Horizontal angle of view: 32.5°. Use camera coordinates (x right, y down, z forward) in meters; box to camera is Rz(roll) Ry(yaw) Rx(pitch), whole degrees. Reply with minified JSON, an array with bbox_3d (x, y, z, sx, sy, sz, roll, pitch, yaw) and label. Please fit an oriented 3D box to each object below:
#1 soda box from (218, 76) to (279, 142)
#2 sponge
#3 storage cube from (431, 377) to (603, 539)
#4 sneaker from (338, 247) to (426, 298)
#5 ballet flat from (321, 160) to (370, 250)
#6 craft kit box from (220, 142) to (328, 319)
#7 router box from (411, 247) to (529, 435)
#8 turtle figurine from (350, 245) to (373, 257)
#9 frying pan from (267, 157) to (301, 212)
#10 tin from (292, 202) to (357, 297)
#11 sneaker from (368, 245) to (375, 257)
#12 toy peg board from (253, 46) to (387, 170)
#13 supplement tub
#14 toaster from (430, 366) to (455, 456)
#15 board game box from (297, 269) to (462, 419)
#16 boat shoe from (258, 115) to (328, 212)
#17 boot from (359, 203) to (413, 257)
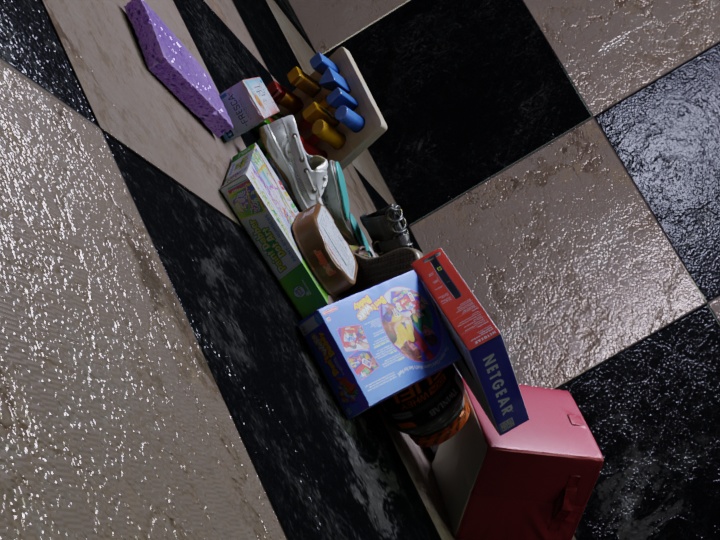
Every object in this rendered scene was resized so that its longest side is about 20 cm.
[{"bbox_3d":[-0.170,-0.237,1.804,0.064,0.068,0.200,59,7,-7],"label":"soda box"},{"bbox_3d":[-0.236,-0.262,1.612,0.112,0.030,0.200,64,9,27],"label":"sponge"},{"bbox_3d":[0.225,0.282,1.811,0.201,0.178,0.172,-106,-152,-59],"label":"storage cube"},{"bbox_3d":[0.026,0.014,1.761,0.075,0.199,0.071,28,66,-42],"label":"sneaker"},{"bbox_3d":[-0.038,-0.083,1.938,0.068,0.063,0.201,-92,166,-48],"label":"ballet flat"},{"bbox_3d":[-0.109,-0.057,1.633,0.201,0.048,0.198,58,10,-16],"label":"craft kit box"},{"bbox_3d":[0.149,0.096,1.667,0.180,0.049,0.201,59,-5,44],"label":"router box"},{"bbox_3d":[0.000,0.000,1.892,0.161,0.064,0.200,41,-6,27],"label":"turtle figurine"},{"bbox_3d":[-0.114,-0.120,1.875,0.116,0.031,0.190,61,4,-9],"label":"frying pan"},{"bbox_3d":[-0.046,-0.031,1.665,0.112,0.042,0.200,55,9,-10],"label":"tin"},{"bbox_3d":[-0.001,0.013,2.071,0.201,0.074,0.082,53,-21,-18],"label":"sneaker"},{"bbox_3d":[-0.087,-0.249,1.992,0.098,0.199,0.201,27,29,-47],"label":"toy peg board"},{"bbox_3d":[0.067,0.143,1.735,0.201,0.122,0.123,56,8,-23],"label":"supplement tub"},{"bbox_3d":[0.158,0.250,1.967,0.201,0.113,0.129,60,5,-29],"label":"toaster"},{"bbox_3d":[0.028,0.090,1.574,0.199,0.045,0.135,-21,79,-48],"label":"board game box"},{"bbox_3d":[-0.077,-0.142,1.833,0.201,0.069,0.071,60,3,-36],"label":"boat shoe"},{"bbox_3d":[0.071,-0.017,1.894,0.199,0.069,0.176,1,-67,58],"label":"boot"}]
